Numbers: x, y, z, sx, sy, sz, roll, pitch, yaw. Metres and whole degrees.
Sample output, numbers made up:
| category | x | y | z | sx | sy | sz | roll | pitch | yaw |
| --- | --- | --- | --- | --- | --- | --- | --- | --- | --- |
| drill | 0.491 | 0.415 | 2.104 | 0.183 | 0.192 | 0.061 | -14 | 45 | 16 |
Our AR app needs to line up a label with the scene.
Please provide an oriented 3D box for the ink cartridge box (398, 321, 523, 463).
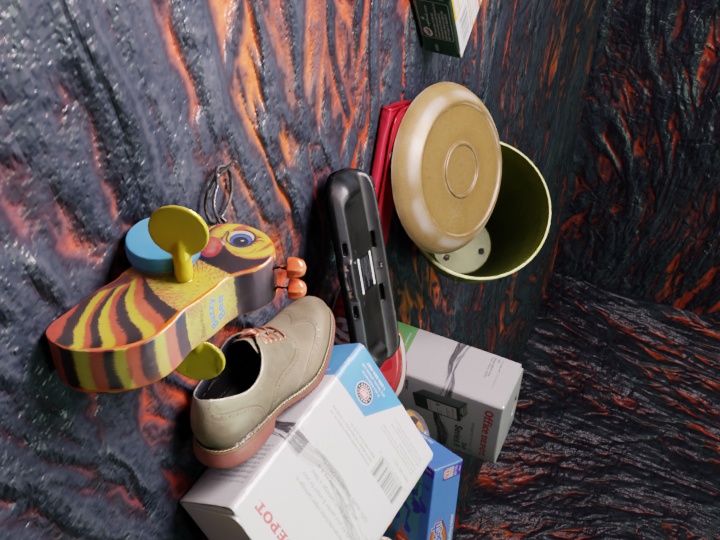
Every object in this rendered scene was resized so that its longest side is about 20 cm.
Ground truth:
| category | x | y | z | sx | sy | sz | roll | pitch | yaw |
| --- | --- | --- | --- | --- | --- | --- | --- | --- | --- |
| ink cartridge box | 0.117 | 0.171 | 1.185 | 0.147 | 0.198 | 0.084 | 87 | 27 | -47 |

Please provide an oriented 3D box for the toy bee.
| category | x | y | z | sx | sy | sz | roll | pitch | yaw |
| --- | --- | --- | --- | --- | --- | --- | --- | --- | --- |
| toy bee | -0.094 | 0.001 | 0.526 | 0.131 | 0.108 | 0.201 | 74 | 37 | -58 |

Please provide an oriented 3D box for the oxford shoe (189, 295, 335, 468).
| category | x | y | z | sx | sy | sz | roll | pitch | yaw |
| --- | --- | --- | --- | --- | --- | --- | --- | --- | --- |
| oxford shoe | -0.076 | 0.075 | 0.717 | 0.200 | 0.070 | 0.075 | -57 | 150 | -48 |

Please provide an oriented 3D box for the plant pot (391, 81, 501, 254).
| category | x | y | z | sx | sy | sz | roll | pitch | yaw |
| --- | --- | --- | --- | --- | --- | --- | --- | --- | --- |
| plant pot | 0.111 | -0.118 | 0.985 | 0.199 | 0.027 | 0.202 | -11 | 105 | -46 |

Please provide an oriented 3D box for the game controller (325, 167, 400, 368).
| category | x | y | z | sx | sy | sz | roll | pitch | yaw |
| --- | --- | --- | --- | --- | --- | --- | --- | --- | --- |
| game controller | 0.000 | 0.000 | 0.830 | 0.104 | 0.042 | 0.202 | -29 | 111 | -63 |

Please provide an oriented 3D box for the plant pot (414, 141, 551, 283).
| category | x | y | z | sx | sy | sz | roll | pitch | yaw |
| --- | --- | --- | --- | --- | --- | --- | --- | --- | --- |
| plant pot | 0.149 | -0.059 | 1.161 | 0.200 | 0.185 | 0.189 | 94 | 16 | -78 |

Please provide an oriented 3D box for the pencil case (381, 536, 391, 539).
| category | x | y | z | sx | sy | sz | roll | pitch | yaw |
| --- | --- | --- | --- | --- | --- | --- | --- | --- | --- |
| pencil case | -0.009 | 0.376 | 0.936 | 0.090 | 0.077 | 0.201 | -94 | -158 | -46 |

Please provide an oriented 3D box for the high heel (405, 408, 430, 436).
| category | x | y | z | sx | sy | sz | roll | pitch | yaw |
| --- | --- | --- | --- | --- | --- | --- | --- | --- | --- |
| high heel | 0.027 | 0.279 | 1.101 | 0.071 | 0.142 | 0.202 | 17 | 79 | -33 |

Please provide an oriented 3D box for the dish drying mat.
| category | x | y | z | sx | sy | sz | roll | pitch | yaw |
| --- | --- | --- | --- | --- | --- | --- | --- | --- | --- |
| dish drying mat | 0.028 | -0.092 | 0.970 | 0.077 | 0.018 | 0.202 | -40 | 143 | -62 |

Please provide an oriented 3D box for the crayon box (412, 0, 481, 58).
| category | x | y | z | sx | sy | sz | roll | pitch | yaw |
| --- | --- | --- | --- | --- | --- | --- | --- | --- | --- |
| crayon box | 0.117 | -0.362 | 0.943 | 0.126 | 0.051 | 0.202 | 56 | 53 | -68 |

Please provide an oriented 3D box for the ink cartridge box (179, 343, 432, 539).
| category | x | y | z | sx | sy | sz | roll | pitch | yaw |
| --- | --- | --- | --- | --- | --- | --- | --- | --- | --- |
| ink cartridge box | -0.041 | 0.187 | 0.758 | 0.200 | 0.083 | 0.146 | -49 | 117 | -37 |

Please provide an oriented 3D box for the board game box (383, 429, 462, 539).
| category | x | y | z | sx | sy | sz | roll | pitch | yaw |
| --- | --- | --- | --- | --- | --- | --- | --- | --- | --- |
| board game box | 0.039 | 0.271 | 0.949 | 0.045 | 0.152 | 0.202 | -11 | 114 | -36 |

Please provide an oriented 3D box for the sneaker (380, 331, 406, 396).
| category | x | y | z | sx | sy | sz | roll | pitch | yaw |
| --- | --- | --- | --- | --- | --- | --- | --- | --- | --- |
| sneaker | -0.003 | 0.164 | 1.017 | 0.115 | 0.078 | 0.202 | -37 | 139 | -65 |

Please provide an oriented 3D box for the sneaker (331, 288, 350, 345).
| category | x | y | z | sx | sy | sz | roll | pitch | yaw |
| --- | --- | --- | --- | --- | --- | --- | --- | --- | --- |
| sneaker | -0.023 | 0.093 | 0.894 | 0.112 | 0.071 | 0.202 | -12 | 119 | -74 |
